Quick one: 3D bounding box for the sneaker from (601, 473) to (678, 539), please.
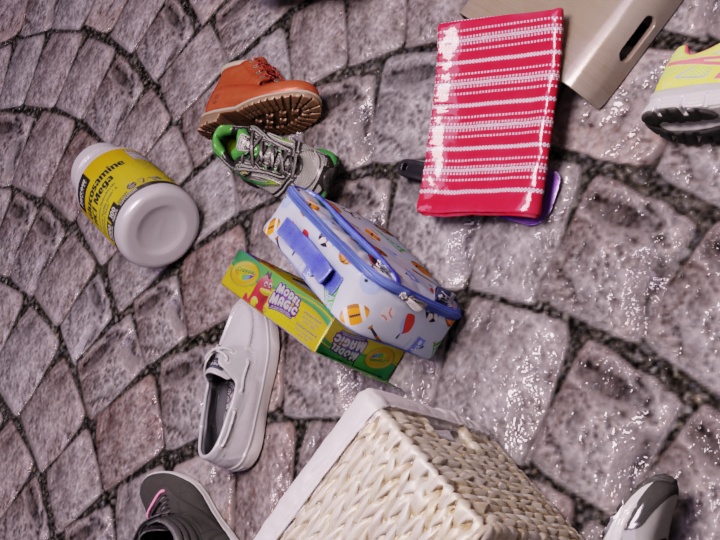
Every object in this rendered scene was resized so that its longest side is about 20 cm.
[{"bbox_3d":[0.210,0.251,0.745,0.079,0.074,0.201,13,87,34],"label":"sneaker"}]

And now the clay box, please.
[{"bbox_3d":[-0.041,0.050,1.016,0.200,0.115,0.048,30,91,44],"label":"clay box"}]

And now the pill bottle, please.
[{"bbox_3d":[-0.303,-0.093,1.312,0.200,0.112,0.113,37,97,44],"label":"pill bottle"}]

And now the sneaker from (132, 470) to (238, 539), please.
[{"bbox_3d":[-0.210,0.270,1.082,0.200,0.099,0.071,32,96,46],"label":"sneaker"}]

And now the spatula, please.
[{"bbox_3d":[0.110,-0.088,1.006,0.199,0.020,0.057,18,92,46],"label":"spatula"}]

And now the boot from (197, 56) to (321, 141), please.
[{"bbox_3d":[-0.119,-0.223,1.236,0.199,0.075,0.108,-1,66,42],"label":"boot"}]

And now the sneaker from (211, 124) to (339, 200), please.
[{"bbox_3d":[-0.104,-0.123,1.168,0.199,0.085,0.078,18,84,44],"label":"sneaker"}]

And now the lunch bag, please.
[{"bbox_3d":[0.000,0.000,0.969,0.076,0.160,0.200,-54,45,10],"label":"lunch bag"}]

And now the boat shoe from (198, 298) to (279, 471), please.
[{"bbox_3d":[-0.143,0.117,1.109,0.072,0.068,0.201,-4,70,40],"label":"boat shoe"}]

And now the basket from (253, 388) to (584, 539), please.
[{"bbox_3d":[0.046,0.229,0.808,0.161,0.198,0.200,41,99,40],"label":"basket"}]

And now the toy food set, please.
[{"bbox_3d":[0.205,-0.266,0.983,0.200,0.060,0.144,44,103,35],"label":"toy food set"}]

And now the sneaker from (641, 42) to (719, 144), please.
[{"bbox_3d":[0.327,-0.159,0.808,0.199,0.078,0.091,6,69,41],"label":"sneaker"}]

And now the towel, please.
[{"bbox_3d":[0.122,-0.149,0.970,0.144,0.022,0.201,6,88,40],"label":"towel"}]
